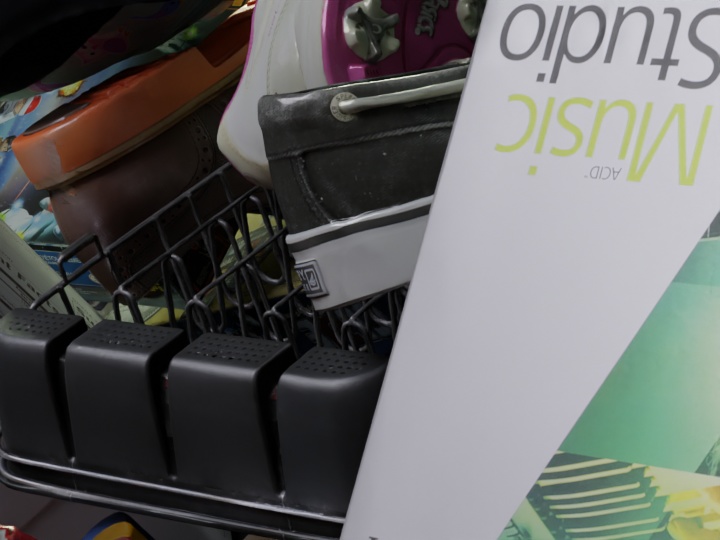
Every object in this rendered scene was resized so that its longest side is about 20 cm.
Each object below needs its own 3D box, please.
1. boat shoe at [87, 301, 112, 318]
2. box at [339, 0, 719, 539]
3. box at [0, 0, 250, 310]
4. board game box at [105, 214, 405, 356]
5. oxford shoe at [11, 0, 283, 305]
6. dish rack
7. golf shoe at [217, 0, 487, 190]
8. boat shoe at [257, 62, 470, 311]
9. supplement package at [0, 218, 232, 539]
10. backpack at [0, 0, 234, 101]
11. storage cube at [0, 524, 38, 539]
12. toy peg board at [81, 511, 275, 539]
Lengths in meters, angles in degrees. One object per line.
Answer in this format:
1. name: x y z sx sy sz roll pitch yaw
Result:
1. boat shoe: -0.100 -0.056 1.117 0.075 0.093 0.200 -24 27 45
2. box: 0.079 -0.011 0.576 0.144 0.036 0.201 6 77 42
3. box: -0.078 -0.081 1.007 0.137 0.040 0.200 4 57 38
4. board game box: -0.004 -0.023 0.959 0.136 0.035 0.200 -54 20 -26
5. oxford shoe: -0.020 -0.058 0.920 0.200 0.073 0.071 -30 11 -22
6. dish rack: 0.000 0.000 0.788 0.153 0.055 0.200 7 32 35
7. golf shoe: 0.010 -0.106 0.792 0.091 0.075 0.200 -29 30 49
8. boat shoe: 0.072 -0.048 0.694 0.199 0.064 0.071 -18 3 -12
9. supplement package: -0.166 0.086 0.873 0.200 0.156 0.111 -41 21 10
10. backpack: -0.087 -0.139 0.890 0.126 0.167 0.200 -18 -16 -40
11. storage cube: -0.091 0.154 0.493 0.200 0.180 0.171 -47 30 -4
12. toy peg board: -0.091 0.141 0.694 0.200 0.098 0.199 -45 19 -4
